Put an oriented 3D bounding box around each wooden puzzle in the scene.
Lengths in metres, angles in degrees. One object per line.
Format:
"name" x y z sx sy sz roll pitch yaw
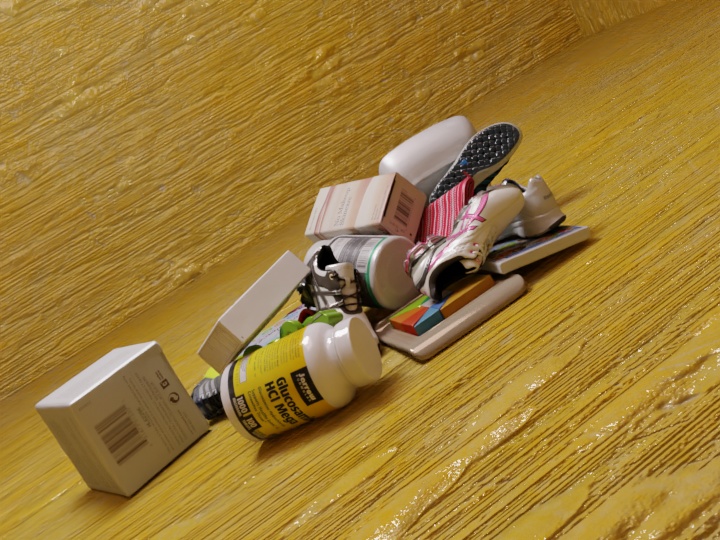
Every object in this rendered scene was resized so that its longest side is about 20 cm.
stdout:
"wooden puzzle" 0.116 0.049 1.098 0.183 0.038 0.200 -32 12 -11

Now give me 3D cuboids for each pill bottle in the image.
"pill bottle" -0.075 0.138 1.013 0.197 0.114 0.113 -26 12 21
"pill bottle" 0.000 0.000 1.260 0.113 0.115 0.198 -36 24 -31

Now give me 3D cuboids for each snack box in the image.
"snack box" -0.124 0.117 1.368 0.198 0.054 0.142 -33 13 -10

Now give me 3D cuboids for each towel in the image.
"towel" 0.121 -0.052 1.241 0.200 0.022 0.148 148 134 -63

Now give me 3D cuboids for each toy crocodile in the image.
"toy crocodile" -0.101 0.114 1.104 0.198 0.063 0.067 -35 -16 27

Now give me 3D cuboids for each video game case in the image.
"video game case" 0.230 -0.035 1.147 0.141 0.018 0.200 -22 8 -9

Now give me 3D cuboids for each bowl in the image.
"bowl" 0.146 -0.153 1.394 0.197 0.202 0.075 -30 40 -5

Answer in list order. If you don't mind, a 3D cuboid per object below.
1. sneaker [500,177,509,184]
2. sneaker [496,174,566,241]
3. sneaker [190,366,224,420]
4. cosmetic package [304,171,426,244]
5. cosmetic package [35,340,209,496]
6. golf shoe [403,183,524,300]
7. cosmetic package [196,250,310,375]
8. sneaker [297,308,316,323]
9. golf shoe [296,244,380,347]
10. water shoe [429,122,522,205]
"sneaker" 0.207 -0.084 1.314 0.074 0.083 0.199 -16 19 49
"sneaker" 0.214 -0.090 1.168 0.198 0.089 0.074 -13 12 46
"sneaker" -0.221 0.202 1.245 0.081 0.074 0.199 -46 12 -26
"cosmetic package" 0.006 -0.093 1.341 0.198 0.087 0.105 -7 59 47
"cosmetic package" -0.379 0.231 1.232 0.166 0.169 0.198 -39 15 -35
"golf shoe" 0.157 -0.036 1.085 0.199 0.073 0.092 -41 44 5
"cosmetic package" -0.150 0.055 1.118 0.083 0.050 0.200 -49 1 38
"sneaker" -0.057 0.091 1.220 0.077 0.091 0.200 -25 11 26
"golf shoe" -0.030 0.042 1.153 0.077 0.200 0.096 -3 -53 -40
"water shoe" 0.196 -0.168 1.329 0.200 0.072 0.079 -44 -22 6
